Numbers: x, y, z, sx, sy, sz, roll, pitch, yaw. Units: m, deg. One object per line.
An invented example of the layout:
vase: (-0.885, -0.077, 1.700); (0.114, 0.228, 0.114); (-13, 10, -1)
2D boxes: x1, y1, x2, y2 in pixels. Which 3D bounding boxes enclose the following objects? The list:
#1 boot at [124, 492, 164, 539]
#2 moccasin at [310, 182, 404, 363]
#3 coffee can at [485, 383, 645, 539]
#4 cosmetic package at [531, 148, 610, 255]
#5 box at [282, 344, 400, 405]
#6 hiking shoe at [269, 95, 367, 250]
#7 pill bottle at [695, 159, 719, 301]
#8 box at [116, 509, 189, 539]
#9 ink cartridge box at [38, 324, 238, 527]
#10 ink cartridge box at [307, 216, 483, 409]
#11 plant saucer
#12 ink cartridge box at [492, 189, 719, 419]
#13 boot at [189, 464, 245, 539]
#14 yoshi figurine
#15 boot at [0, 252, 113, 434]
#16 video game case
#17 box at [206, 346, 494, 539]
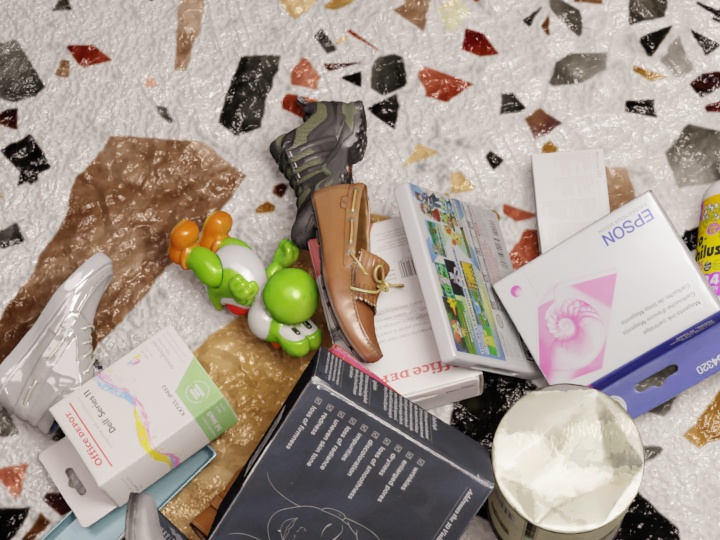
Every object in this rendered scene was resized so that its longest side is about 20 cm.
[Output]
boot: (-0.149, 0.299, 1.487); (0.131, 0.070, 0.201); (-10, 80, -4)
moccasin: (0.000, 0.001, 1.655); (0.078, 0.074, 0.202); (-15, 59, 10)
coffee can: (0.201, 0.211, 1.580); (0.146, 0.200, 0.147); (-1, 70, 2)
cosmetic package: (0.238, -0.032, 1.748); (0.082, 0.051, 0.201); (-5, 70, 5)
box: (0.020, 0.178, 1.592); (0.200, 0.100, 0.096); (39, 100, -6)
hiking shoe: (-0.058, -0.109, 1.788); (0.100, 0.076, 0.200); (9, 57, 15)
pill bottle: (0.417, -0.031, 1.709); (0.104, 0.104, 0.200); (8, 70, 6)
box: (-0.164, 0.351, 1.576); (0.200, 0.148, 0.107); (40, 77, 16)
ink cartridge box: (-0.247, 0.166, 1.677); (0.200, 0.067, 0.117); (-36, 61, -9)
ink cartridge box: (0.038, 0.053, 1.710); (0.146, 0.083, 0.200); (-14, 69, -1)
plant saucer: (-0.247, 0.245, 1.690); (0.070, 0.019, 0.200); (42, 76, 16)
ink cartridge box: (0.270, 0.050, 1.651); (0.196, 0.043, 0.200); (-32, 82, 16)
boot: (-0.065, 0.273, 1.622); (0.155, 0.077, 0.200); (-37, 66, -24)
yoshi figurine: (-0.111, 0.005, 1.713); (0.200, 0.112, 0.112); (41, 83, 22)
boot: (-0.312, 0.083, 1.734); (0.095, 0.074, 0.200); (35, 84, 9)
video game case: (0.116, 0.014, 1.681); (0.022, 0.182, 0.200); (-27, 66, 30)
box: (-0.010, 0.214, 1.486); (0.196, 0.124, 0.200); (32, 101, -4)
